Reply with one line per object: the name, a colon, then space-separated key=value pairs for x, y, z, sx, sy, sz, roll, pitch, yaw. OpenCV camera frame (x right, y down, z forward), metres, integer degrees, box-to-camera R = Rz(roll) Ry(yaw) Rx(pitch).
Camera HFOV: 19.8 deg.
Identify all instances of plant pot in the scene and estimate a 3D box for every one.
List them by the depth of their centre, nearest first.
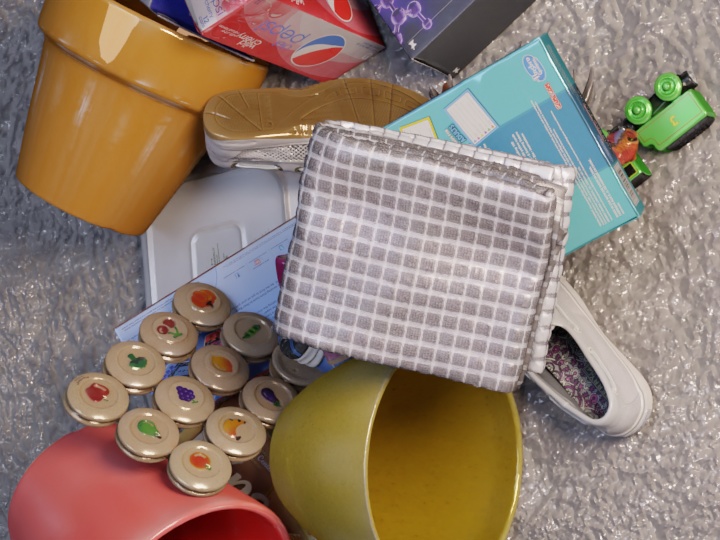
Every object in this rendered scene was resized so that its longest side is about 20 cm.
plant pot: x=0.014 y=0.148 z=1.619 sx=0.142 sy=0.200 sz=0.201 roll=0 pitch=82 yaw=40
plant pot: x=-0.183 y=0.228 z=1.671 sx=0.177 sy=0.200 sz=0.201 roll=37 pitch=102 yaw=43
plant pot: x=-0.206 y=-0.139 z=1.789 sx=0.200 sy=0.200 sz=0.184 roll=32 pitch=101 yaw=31

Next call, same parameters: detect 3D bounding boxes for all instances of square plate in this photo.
square plate: x=-0.118 y=-0.011 z=1.814 sx=0.198 sy=0.028 sz=0.201 roll=-13 pitch=76 yaw=30

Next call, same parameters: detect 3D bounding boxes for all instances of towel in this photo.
towel: x=0.046 y=-0.010 z=1.485 sx=0.199 sy=0.086 sz=0.166 roll=13 pitch=101 yaw=10

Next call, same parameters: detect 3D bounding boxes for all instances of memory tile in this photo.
memory tile: x=-0.128 y=0.091 z=1.655 sx=0.153 sy=0.200 sz=0.017 roll=33 pitch=132 yaw=12

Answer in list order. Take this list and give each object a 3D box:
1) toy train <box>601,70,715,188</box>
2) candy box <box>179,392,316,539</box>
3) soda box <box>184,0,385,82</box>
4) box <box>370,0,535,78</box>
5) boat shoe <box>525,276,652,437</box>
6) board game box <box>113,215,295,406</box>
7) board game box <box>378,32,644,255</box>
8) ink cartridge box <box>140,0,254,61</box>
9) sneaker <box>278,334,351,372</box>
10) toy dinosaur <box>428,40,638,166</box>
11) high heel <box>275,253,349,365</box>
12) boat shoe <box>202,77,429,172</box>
toy train: x=0.194 y=-0.081 z=1.628 sx=0.200 sy=0.042 sz=0.056 roll=-40 pitch=75 yaw=21
candy box: x=-0.082 y=0.206 z=1.741 sx=0.115 sy=0.055 sz=0.200 roll=-44 pitch=62 yaw=19
soda box: x=-0.063 y=-0.215 z=1.710 sx=0.070 sy=0.200 sz=0.064 roll=-30 pitch=69 yaw=25
box: x=0.095 y=-0.280 z=1.698 sx=0.200 sy=0.079 sz=0.141 roll=-43 pitch=66 yaw=19
boat shoe: x=0.144 y=0.054 z=1.617 sx=0.072 sy=0.068 sz=0.200 roll=-46 pitch=61 yaw=19
board game box: x=-0.099 y=0.040 z=1.744 sx=0.200 sy=0.019 sz=0.103 roll=-32 pitch=75 yaw=-2
board game box: x=0.088 y=-0.062 z=1.538 sx=0.200 sy=0.047 sz=0.151 roll=-29 pitch=93 yaw=17
ink cartridge box: x=-0.151 y=-0.231 z=1.775 sx=0.037 sy=0.094 sz=0.200 roll=-62 pitch=25 yaw=10
sneaker: x=0.000 y=0.000 z=1.708 sx=0.076 sy=0.077 sz=0.201 roll=-16 pitch=46 yaw=59
toy dinosaur: x=0.139 y=-0.099 z=1.623 sx=0.182 sy=0.105 sz=0.201 roll=52 pitch=138 yaw=42
high heel: x=0.035 y=-0.013 z=1.618 sx=0.199 sy=0.067 sz=0.096 roll=-28 pitch=101 yaw=4
boat shoe: x=-0.032 y=-0.114 z=1.732 sx=0.199 sy=0.069 sz=0.071 roll=1 pitch=55 yaw=-3
